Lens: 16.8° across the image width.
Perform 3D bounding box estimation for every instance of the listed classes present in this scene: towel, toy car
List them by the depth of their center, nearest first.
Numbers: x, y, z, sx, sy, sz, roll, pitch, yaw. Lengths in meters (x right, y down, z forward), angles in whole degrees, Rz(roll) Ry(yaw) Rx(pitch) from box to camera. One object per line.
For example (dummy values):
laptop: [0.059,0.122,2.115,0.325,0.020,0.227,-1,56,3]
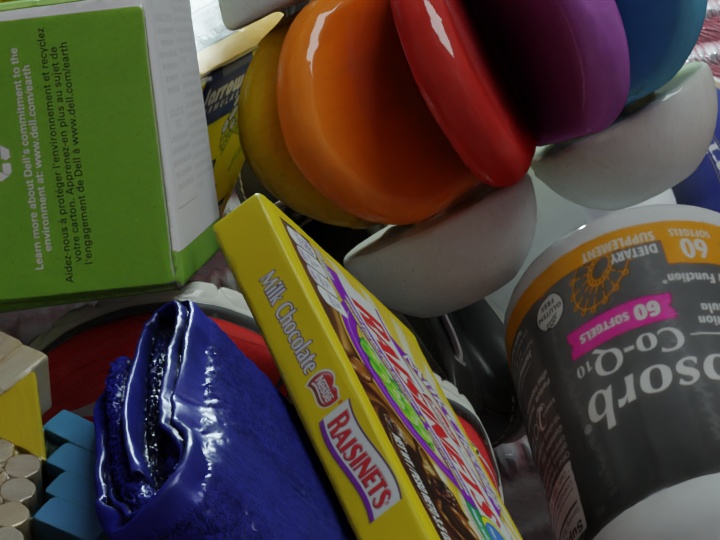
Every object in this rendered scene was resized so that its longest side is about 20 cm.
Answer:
towel: [-0.005,0.111,0.744,0.200,0.049,0.148,47,11,-16]
toy car: [0.050,-0.089,0.943,0.176,0.199,0.150,62,-11,-6]

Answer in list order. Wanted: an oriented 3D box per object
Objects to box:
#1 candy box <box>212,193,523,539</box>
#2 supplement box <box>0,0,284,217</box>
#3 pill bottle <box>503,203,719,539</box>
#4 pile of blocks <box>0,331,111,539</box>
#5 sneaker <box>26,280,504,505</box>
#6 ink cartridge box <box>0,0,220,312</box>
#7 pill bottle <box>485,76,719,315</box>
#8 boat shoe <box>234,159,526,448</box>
candy box: [0.016,0.063,0.792,0.102,0.026,0.200,46,11,-41]
supplement box: [-0.147,-0.092,1.032,0.199,0.110,0.109,29,26,11]
pill bottle: [0.126,0.081,0.912,0.116,0.117,0.201,13,41,-24]
pile of blocks: [-0.100,0.103,0.747,0.081,0.062,0.201,-2,37,-5]
sneaker: [-0.032,0.064,0.883,0.199,0.077,0.085,12,33,-25]
ink cartridge box: [-0.104,-0.095,0.871,0.075,0.202,0.148,-8,5,3]
pill bottle: [0.111,-0.024,1.128,0.115,0.116,0.200,35,28,20]
boat shoe: [0.000,0.000,1.039,0.057,0.067,0.200,1,38,-49]
